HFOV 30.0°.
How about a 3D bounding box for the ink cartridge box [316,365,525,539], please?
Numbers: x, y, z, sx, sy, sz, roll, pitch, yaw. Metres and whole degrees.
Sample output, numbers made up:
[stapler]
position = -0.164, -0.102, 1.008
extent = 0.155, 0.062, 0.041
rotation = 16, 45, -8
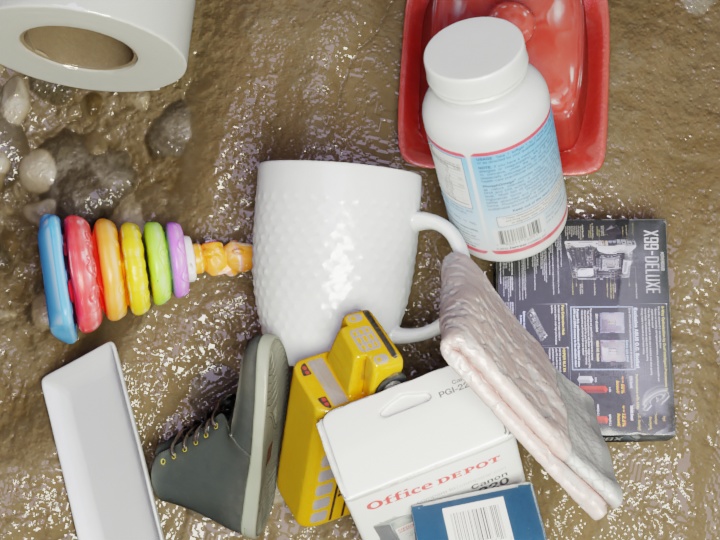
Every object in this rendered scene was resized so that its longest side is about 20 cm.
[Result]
[ink cartridge box]
position = 0.061, 0.177, 1.114
extent = 0.145, 0.200, 0.085
rotation = -21, 49, -1

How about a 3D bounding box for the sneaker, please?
[sneaker]
position = -0.126, 0.138, 1.165
extent = 0.106, 0.075, 0.201
rotation = 13, 116, 10

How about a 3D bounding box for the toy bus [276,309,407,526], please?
[toy bus]
position = -0.019, 0.127, 1.138
extent = 0.078, 0.200, 0.065
rotation = -14, 49, -24

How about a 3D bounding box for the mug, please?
[mug]
position = 0.000, 0.000, 1.189
extent = 0.199, 0.148, 0.176
rotation = 4, 89, 16

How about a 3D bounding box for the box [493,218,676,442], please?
[box]
position = 0.200, 0.053, 1.219
extent = 0.157, 0.050, 0.201
rotation = -1, 77, 3

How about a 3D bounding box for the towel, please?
[towel]
position = 0.130, 0.084, 1.066
extent = 0.032, 0.200, 0.191
rotation = -40, 101, 14

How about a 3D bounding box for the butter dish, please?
[butter dish]
position = 0.134, -0.200, 1.233
extent = 0.199, 0.148, 0.201
rotation = 3, 77, 5

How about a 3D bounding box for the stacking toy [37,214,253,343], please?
[stacking toy]
position = -0.191, -0.005, 1.239
extent = 0.199, 0.116, 0.110
rotation = -8, 79, -10

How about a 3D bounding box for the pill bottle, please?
[pill bottle]
position = 0.113, -0.111, 1.146
extent = 0.108, 0.200, 0.109
rotation = -9, 45, 9

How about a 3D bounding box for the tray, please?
[tray]
position = -0.227, 0.175, 1.212
extent = 0.107, 0.022, 0.201
rotation = -26, 74, 33

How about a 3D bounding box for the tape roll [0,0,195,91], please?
[tape roll]
position = -0.251, -0.266, 1.244
extent = 0.202, 0.203, 0.140
rotation = 4, 78, 4

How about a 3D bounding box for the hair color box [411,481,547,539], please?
[hair color box]
position = 0.102, 0.254, 1.100
extent = 0.100, 0.200, 0.061
rotation = -11, 51, 0
